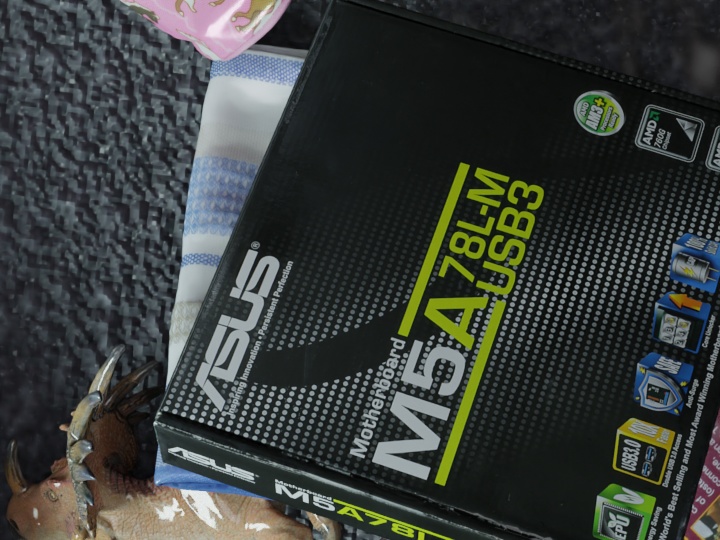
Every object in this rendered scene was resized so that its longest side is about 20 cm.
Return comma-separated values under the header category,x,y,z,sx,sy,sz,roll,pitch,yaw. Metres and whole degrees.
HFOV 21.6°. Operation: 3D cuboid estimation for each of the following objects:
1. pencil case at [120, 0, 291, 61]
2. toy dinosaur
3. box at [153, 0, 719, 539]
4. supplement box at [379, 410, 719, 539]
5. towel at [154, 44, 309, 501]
category,x,y,z,sx,sy,sz,roll,pitch,yaw
pencil case,-0.107,-0.163,0.736,0.199,0.086,0.083,32,82,-21
toy dinosaur,-0.049,0.057,0.772,0.135,0.086,0.201,37,82,0
box,0.046,0.007,0.712,0.191,0.048,0.201,19,65,7
supplement box,0.107,0.092,0.788,0.110,0.086,0.200,43,86,-6
towel,0.000,0.000,0.754,0.145,0.024,0.202,8,62,-4
